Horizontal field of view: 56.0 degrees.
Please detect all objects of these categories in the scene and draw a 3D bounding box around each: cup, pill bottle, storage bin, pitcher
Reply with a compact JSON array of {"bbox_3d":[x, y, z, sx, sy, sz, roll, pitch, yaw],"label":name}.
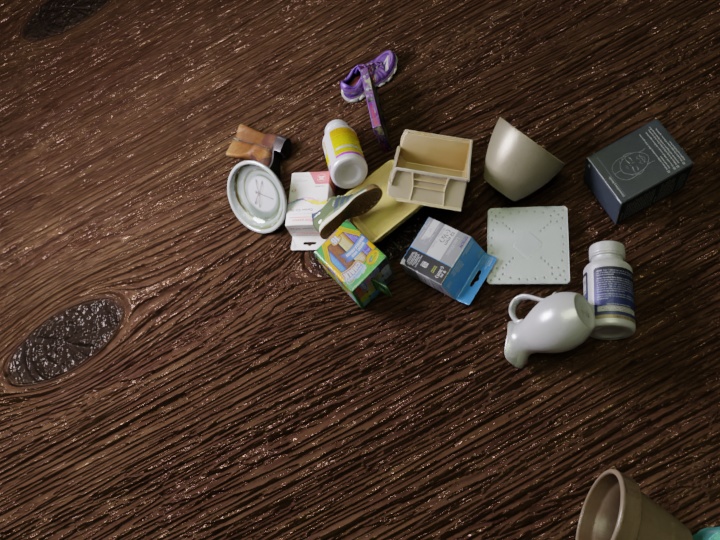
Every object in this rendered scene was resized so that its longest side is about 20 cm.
[{"bbox_3d":[0.387,-0.261,1.681,0.200,0.198,0.145,43,109,26],"label":"cup"},{"bbox_3d":[-0.047,-0.323,1.839,0.101,0.105,0.203,-20,47,5],"label":"pill bottle"},{"bbox_3d":[0.561,0.043,1.529,0.107,0.111,0.206,0,67,14],"label":"pill bottle"},{"bbox_3d":[0.176,-0.256,1.704,0.192,0.096,0.202,10,39,5],"label":"storage bin"},{"bbox_3d":[0.415,0.107,1.514,0.198,0.119,0.176,-33,46,41],"label":"pitcher"}]

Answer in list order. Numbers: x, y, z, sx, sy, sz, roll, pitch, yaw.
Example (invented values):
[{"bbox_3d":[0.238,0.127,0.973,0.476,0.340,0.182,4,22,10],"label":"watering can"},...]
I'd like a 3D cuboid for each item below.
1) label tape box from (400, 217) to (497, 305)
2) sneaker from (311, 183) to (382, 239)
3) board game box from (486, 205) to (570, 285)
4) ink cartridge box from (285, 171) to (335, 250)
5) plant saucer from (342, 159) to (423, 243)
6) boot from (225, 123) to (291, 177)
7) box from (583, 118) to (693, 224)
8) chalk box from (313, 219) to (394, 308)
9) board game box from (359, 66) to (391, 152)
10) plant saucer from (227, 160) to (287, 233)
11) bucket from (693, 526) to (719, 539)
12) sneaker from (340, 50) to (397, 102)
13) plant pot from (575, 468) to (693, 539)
[{"bbox_3d":[0.215,-0.025,1.661,0.197,0.066,0.145,27,77,34],"label":"label tape box"},{"bbox_3d":[-0.044,-0.171,1.739,0.198,0.068,0.090,-37,49,-7],"label":"sneaker"},{"bbox_3d":[0.410,-0.059,1.661,0.193,0.026,0.206,-1,67,14],"label":"board game box"},{"bbox_3d":[-0.135,-0.161,1.825,0.113,0.068,0.206,-1,67,13],"label":"ink cartridge box"},{"bbox_3d":[0.063,-0.172,1.769,0.198,0.049,0.201,-37,50,-5],"label":"plant saucer"},{"bbox_3d":[-0.317,-0.322,1.947,0.196,0.068,0.193,18,84,27],"label":"boot"},{"bbox_3d":[0.663,-0.237,1.627,0.196,0.108,0.151,-27,63,1],"label":"box"},{"bbox_3d":[0.000,0.000,1.688,0.124,0.125,0.200,-42,62,-7],"label":"chalk box"},{"bbox_3d":[0.042,-0.445,1.874,0.031,0.121,0.205,-14,63,7],"label":"board game box"},{"bbox_3d":[-0.273,-0.205,1.844,0.195,0.205,0.050,20,32,22],"label":"plant saucer"},{"bbox_3d":[0.701,0.572,1.247,0.200,0.135,0.213,-6,64,13],"label":"bucket"},{"bbox_3d":[0.026,-0.569,1.953,0.199,0.084,0.081,-41,63,-6],"label":"sneaker"},{"bbox_3d":[0.535,0.512,1.304,0.170,0.201,0.205,21,72,4],"label":"plant pot"}]
